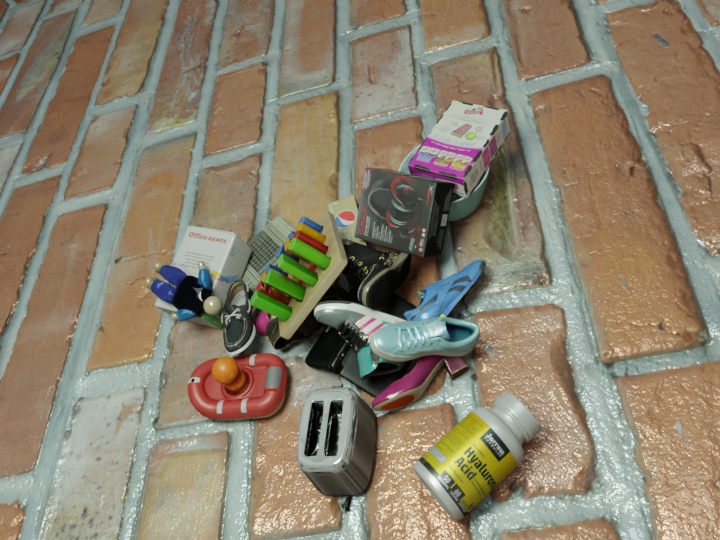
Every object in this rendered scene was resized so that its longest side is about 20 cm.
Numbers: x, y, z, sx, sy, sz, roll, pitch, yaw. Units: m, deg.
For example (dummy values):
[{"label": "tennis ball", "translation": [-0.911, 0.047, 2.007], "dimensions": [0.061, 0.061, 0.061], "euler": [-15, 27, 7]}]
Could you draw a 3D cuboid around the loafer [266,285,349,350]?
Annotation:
[{"label": "loafer", "translation": [-0.103, 0.105, 1.310], "dimensions": [0.199, 0.073, 0.072], "euler": [-34, 37, 18]}]

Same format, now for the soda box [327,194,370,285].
[{"label": "soda box", "translation": [-0.019, -0.069, 1.426], "dimensions": [0.067, 0.064, 0.201], "euler": [-19, 50, 7]}]

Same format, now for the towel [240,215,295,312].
[{"label": "towel", "translation": [-0.198, -0.016, 1.483], "dimensions": [0.192, 0.035, 0.200], "euler": [-43, 54, -9]}]

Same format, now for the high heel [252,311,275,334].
[{"label": "high heel", "translation": [-0.153, 0.070, 1.353], "dimensions": [0.198, 0.096, 0.068], "euler": [-17, 51, 8]}]

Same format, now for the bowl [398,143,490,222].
[{"label": "bowl", "translation": [0.187, -0.184, 1.405], "dimensions": [0.198, 0.105, 0.202], "euler": [-10, 52, 13]}]

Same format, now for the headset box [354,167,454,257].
[{"label": "headset box", "translation": [0.078, -0.123, 1.316], "dimensions": [0.199, 0.075, 0.150], "euler": [19, 106, 36]}]

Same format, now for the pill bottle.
[{"label": "pill bottle", "translation": [0.191, 0.293, 1.045], "dimensions": [0.200, 0.112, 0.111], "euler": [-40, 51, -10]}]

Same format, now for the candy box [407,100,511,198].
[{"label": "candy box", "translation": [0.207, -0.255, 1.343], "dimensions": [0.135, 0.061, 0.201], "euler": [21, 65, 32]}]

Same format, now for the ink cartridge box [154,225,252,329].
[{"label": "ink cartridge box", "translation": [-0.350, 0.014, 1.455], "dimensions": [0.143, 0.084, 0.202], "euler": [10, 72, 27]}]

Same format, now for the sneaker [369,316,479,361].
[{"label": "sneaker", "translation": [0.117, 0.110, 1.140], "dimensions": [0.198, 0.082, 0.075], "euler": [-3, 59, -16]}]

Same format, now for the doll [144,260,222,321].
[{"label": "doll", "translation": [-0.367, 0.041, 1.372], "dimensions": [0.199, 0.048, 0.137], "euler": [25, 80, 31]}]

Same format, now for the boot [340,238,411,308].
[{"label": "boot", "translation": [0.000, 0.000, 1.251], "dimensions": [0.149, 0.074, 0.200], "euler": [16, 31, 21]}]

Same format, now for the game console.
[{"label": "game console", "translation": [0.015, 0.140, 1.288], "dimensions": [0.175, 0.116, 0.201], "euler": [-5, 46, 56]}]

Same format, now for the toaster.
[{"label": "toaster", "translation": [-0.043, 0.298, 1.120], "dimensions": [0.112, 0.130, 0.202], "euler": [-5, 54, 18]}]

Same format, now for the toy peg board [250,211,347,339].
[{"label": "toy peg board", "translation": [-0.133, -0.013, 1.257], "dimensions": [0.200, 0.097, 0.200], "euler": [-51, 27, 19]}]

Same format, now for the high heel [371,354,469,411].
[{"label": "high heel", "translation": [0.095, 0.182, 1.192], "dimensions": [0.198, 0.068, 0.097], "euler": [-22, 59, -15]}]

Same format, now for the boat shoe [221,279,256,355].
[{"label": "boat shoe", "translation": [-0.253, 0.092, 1.334], "dimensions": [0.073, 0.061, 0.201], "euler": [-17, 32, 12]}]

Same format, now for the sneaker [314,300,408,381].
[{"label": "sneaker", "translation": [0.002, 0.136, 1.188], "dimensions": [0.198, 0.084, 0.122], "euler": [15, 58, -5]}]

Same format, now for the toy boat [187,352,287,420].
[{"label": "toy boat", "translation": [-0.247, 0.212, 1.261], "dimensions": [0.198, 0.131, 0.132], "euler": [-8, 52, 15]}]

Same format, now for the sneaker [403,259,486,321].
[{"label": "sneaker", "translation": [0.164, 0.038, 1.258], "dimensions": [0.078, 0.066, 0.200], "euler": [40, 72, 12]}]
